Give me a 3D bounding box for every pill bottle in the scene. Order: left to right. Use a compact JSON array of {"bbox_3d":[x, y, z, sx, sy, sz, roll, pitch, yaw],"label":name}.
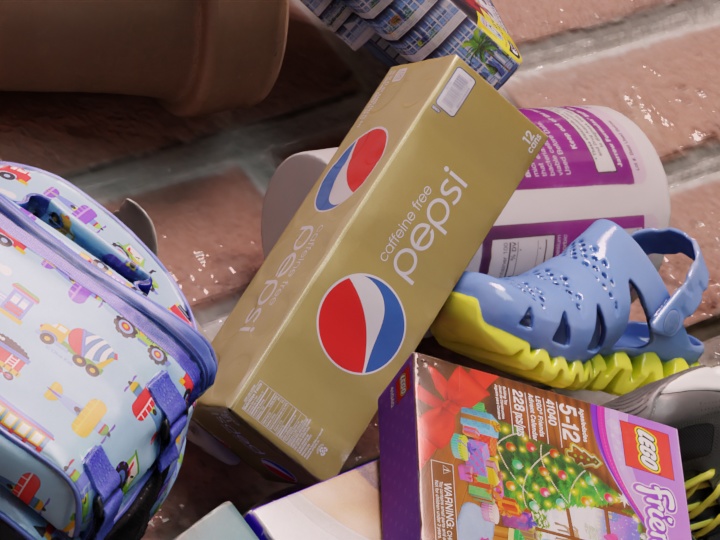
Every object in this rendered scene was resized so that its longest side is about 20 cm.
[{"bbox_3d":[0.052,-0.025,1.365,0.199,0.112,0.113,-5,54,-37],"label":"pill bottle"}]

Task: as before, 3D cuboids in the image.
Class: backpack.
[{"bbox_3d":[-0.142,0.036,1.075,0.182,0.135,0.200,39,38,4],"label":"backpack"}]

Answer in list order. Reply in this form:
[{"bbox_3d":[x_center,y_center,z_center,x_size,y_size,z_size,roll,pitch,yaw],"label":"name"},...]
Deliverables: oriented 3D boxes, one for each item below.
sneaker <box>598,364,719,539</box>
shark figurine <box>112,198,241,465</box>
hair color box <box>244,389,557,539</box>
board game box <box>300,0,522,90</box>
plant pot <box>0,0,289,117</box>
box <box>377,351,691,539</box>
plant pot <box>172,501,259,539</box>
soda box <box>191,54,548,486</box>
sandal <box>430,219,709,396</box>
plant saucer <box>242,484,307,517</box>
[{"bbox_3d":[0.175,0.109,1.298,0.200,0.074,0.085,35,35,-55],"label":"sneaker"},{"bbox_3d":[-0.141,-0.002,1.239,0.213,0.090,0.129,20,42,-19],"label":"shark figurine"},{"bbox_3d":[0.040,0.135,1.190,0.199,0.065,0.110,-18,62,-44],"label":"hair color box"},{"bbox_3d":[-0.016,-0.172,1.404,0.200,0.062,0.200,40,10,-12],"label":"board game box"},{"bbox_3d":[-0.149,-0.165,1.328,0.174,0.201,0.201,-12,57,-20],"label":"plant pot"},{"bbox_3d":[0.078,0.138,1.135,0.136,0.039,0.201,17,45,-20],"label":"box"},{"bbox_3d":[-0.055,0.227,1.039,0.200,0.141,0.141,46,42,9],"label":"plant pot"},{"bbox_3d":[0.000,0.000,1.234,0.064,0.068,0.201,40,72,-21],"label":"soda box"},{"bbox_3d":[0.107,0.014,1.301,0.079,0.088,0.199,20,7,36],"label":"sandal"},{"bbox_3d":[0.015,0.185,1.200,0.199,0.037,0.201,18,43,-18],"label":"plant saucer"}]
